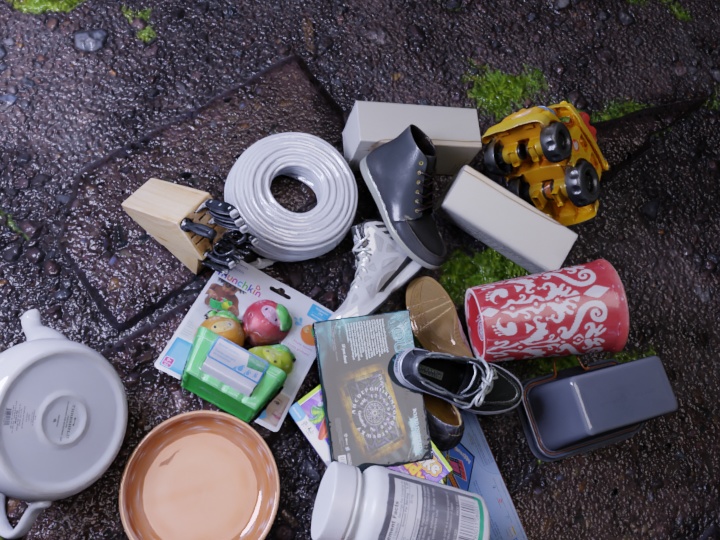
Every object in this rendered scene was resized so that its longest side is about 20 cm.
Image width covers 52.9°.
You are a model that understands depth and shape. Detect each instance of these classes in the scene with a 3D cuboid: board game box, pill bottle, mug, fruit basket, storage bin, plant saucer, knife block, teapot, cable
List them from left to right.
[{"bbox_3d":[-0.388,0.178,0.861,0.200,0.145,0.198,-48,121,-43],"label":"teapot"},{"bbox_3d":[-0.231,-0.074,0.973,0.200,0.176,0.064,42,65,3],"label":"knife block"},{"bbox_3d":[-0.204,0.283,0.926,0.199,0.037,0.202,5,70,-13],"label":"plant saucer"},{"bbox_3d":[-0.148,0.090,0.982,0.184,0.094,0.201,30,62,-3],"label":"fruit basket"},{"bbox_3d":[-0.103,-0.112,1.080,0.199,0.069,0.201,-10,73,-18],"label":"cable"},{"bbox_3d":[0.010,0.231,0.986,0.134,0.045,0.200,-36,82,-14],"label":"board game box"},{"bbox_3d":[0.015,0.160,0.960,0.134,0.028,0.202,-6,79,-10],"label":"board game box"},{"bbox_3d":[0.048,0.307,0.887,0.199,0.113,0.114,18,67,-9],"label":"pill bottle"},{"bbox_3d":[0.153,0.305,1.022,0.102,0.019,0.201,-16,75,-20],"label":"board game box"},{"bbox_3d":[0.259,0.080,1.040,0.198,0.178,0.134,-8,43,-5],"label":"mug"},{"bbox_3d":[0.349,0.182,1.057,0.199,0.134,0.147,-10,73,-19],"label":"storage bin"}]

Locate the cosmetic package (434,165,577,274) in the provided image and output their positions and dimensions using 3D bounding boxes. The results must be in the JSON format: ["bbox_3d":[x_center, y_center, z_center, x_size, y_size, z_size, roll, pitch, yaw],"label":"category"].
[{"bbox_3d":[0.220,-0.074,1.118,0.199,0.104,0.073,31,88,-3],"label":"cosmetic package"}]

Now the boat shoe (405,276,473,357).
[{"bbox_3d":[0.121,0.106,1.063,0.070,0.069,0.201,-22,68,1],"label":"boat shoe"}]

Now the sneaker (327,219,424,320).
[{"bbox_3d":[0.000,0.000,1.055,0.200,0.076,0.116,-41,95,-33],"label":"sneaker"}]

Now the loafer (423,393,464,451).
[{"bbox_3d":[0.082,0.155,1.020,0.073,0.072,0.200,-32,70,-25],"label":"loafer"}]

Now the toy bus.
[{"bbox_3d":[0.312,-0.200,1.163,0.200,0.135,0.193,50,57,-26],"label":"toy bus"}]

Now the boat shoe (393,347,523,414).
[{"bbox_3d":[0.143,0.144,0.949,0.198,0.068,0.074,24,76,-23],"label":"boat shoe"}]

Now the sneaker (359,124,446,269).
[{"bbox_3d":[0.085,-0.105,1.050,0.075,0.106,0.201,-25,83,-53],"label":"sneaker"}]

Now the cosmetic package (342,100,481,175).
[{"bbox_3d":[0.079,-0.207,1.146,0.198,0.104,0.074,-1,71,-14],"label":"cosmetic package"}]
